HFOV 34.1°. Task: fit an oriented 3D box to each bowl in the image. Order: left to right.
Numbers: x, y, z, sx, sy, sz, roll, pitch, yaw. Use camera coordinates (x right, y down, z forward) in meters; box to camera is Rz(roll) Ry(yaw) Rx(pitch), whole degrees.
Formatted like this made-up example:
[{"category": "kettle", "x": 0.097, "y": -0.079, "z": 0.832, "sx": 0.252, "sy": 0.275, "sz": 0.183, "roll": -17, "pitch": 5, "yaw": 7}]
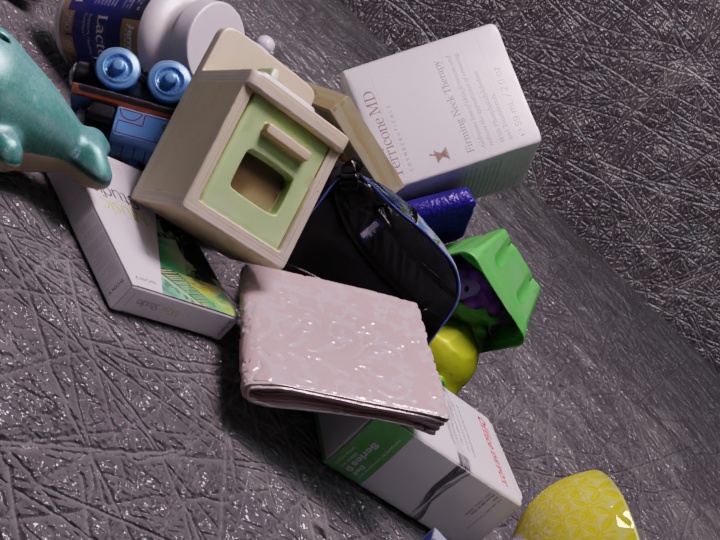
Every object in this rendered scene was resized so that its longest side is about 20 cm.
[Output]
[{"category": "bowl", "x": 0.190, "y": 0.298, "z": 1.133, "sx": 0.108, "sy": 0.200, "sz": 0.200, "roll": -4, "pitch": 32, "yaw": -9}]

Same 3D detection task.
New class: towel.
[{"category": "towel", "x": -0.022, "y": 0.072, "z": 1.104, "sx": 0.191, "sy": 0.032, "sz": 0.200, "roll": 13, "pitch": 28, "yaw": -14}, {"category": "towel", "x": 0.039, "y": -0.044, "z": 1.429, "sx": 0.148, "sy": 0.200, "sz": 0.050, "roll": 97, "pitch": -24, "yaw": -83}]

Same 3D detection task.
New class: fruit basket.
[{"category": "fruit basket", "x": 0.094, "y": 0.062, "z": 1.397, "sx": 0.156, "sy": 0.216, "sz": 0.216, "roll": 57, "pitch": 14, "yaw": -14}]

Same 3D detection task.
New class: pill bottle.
[{"category": "pill bottle", "x": -0.234, "y": -0.262, "z": 1.308, "sx": 0.200, "sy": 0.116, "sz": 0.116, "roll": 15, "pitch": -1, "yaw": 32}]

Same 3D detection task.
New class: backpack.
[{"category": "backpack", "x": 0.000, "y": 0.000, "z": 1.283, "sx": 0.200, "sy": 0.183, "sz": 0.147, "roll": 39, "pitch": 5, "yaw": -15}]

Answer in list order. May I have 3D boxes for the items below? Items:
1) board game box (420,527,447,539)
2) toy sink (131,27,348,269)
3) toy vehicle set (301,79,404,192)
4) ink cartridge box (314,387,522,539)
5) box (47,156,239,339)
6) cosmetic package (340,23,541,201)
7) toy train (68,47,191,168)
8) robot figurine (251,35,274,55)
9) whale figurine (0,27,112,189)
[{"category": "board game box", "x": 0.108, "y": 0.340, "z": 0.988, "sx": 0.199, "sy": 0.043, "sz": 0.200, "roll": 44, "pitch": 16, "yaw": -2}, {"category": "toy sink", "x": -0.102, "y": -0.121, "z": 1.129, "sx": 0.130, "sy": 0.200, "sz": 0.112, "roll": 35, "pitch": -14, "yaw": -36}, {"category": "toy vehicle set", "x": -0.028, "y": -0.158, "z": 1.370, "sx": 0.124, "sy": 0.027, "sz": 0.200, "roll": 56, "pitch": -9, "yaw": -25}, {"category": "ink cartridge box", "x": 0.053, "y": 0.170, "z": 1.180, "sx": 0.200, "sy": 0.084, "sz": 0.146, "roll": 37, "pitch": 18, "yaw": -26}, {"category": "box", "x": -0.208, "y": -0.030, "z": 1.110, "sx": 0.144, "sy": 0.036, "sz": 0.200, "roll": 22, "pitch": 30, "yaw": -53}, {"category": "cosmetic package", "x": 0.096, "y": -0.176, "z": 1.475, "sx": 0.166, "sy": 0.200, "sz": 0.167, "roll": 94, "pitch": -24, "yaw": -76}, {"category": "toy train", "x": -0.207, "y": -0.153, "z": 1.211, "sx": 0.200, "sy": 0.114, "sz": 0.087, "roll": 14, "pitch": -14, "yaw": -11}, {"category": "robot figurine", "x": -0.164, "y": -0.213, "z": 1.421, "sx": 0.113, "sy": 0.170, "sz": 0.200, "roll": 38, "pitch": -21, "yaw": -15}, {"category": "whale figurine", "x": -0.297, "y": -0.144, "z": 1.017, "sx": 0.200, "sy": 0.104, "sz": 0.159, "roll": 25, "pitch": 24, "yaw": -27}]
